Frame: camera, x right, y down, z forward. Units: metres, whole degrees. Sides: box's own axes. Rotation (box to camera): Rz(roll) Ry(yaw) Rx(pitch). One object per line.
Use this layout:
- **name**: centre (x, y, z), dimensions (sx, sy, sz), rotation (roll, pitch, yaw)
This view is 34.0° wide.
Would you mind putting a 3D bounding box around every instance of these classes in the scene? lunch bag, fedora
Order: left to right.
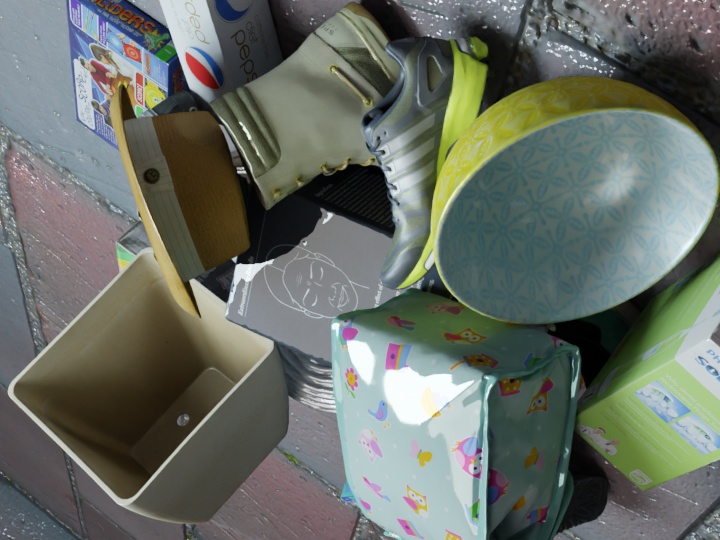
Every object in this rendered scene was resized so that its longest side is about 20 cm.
- **fedora**: centre (-0.138, -0.064, 0.956), dimensions (0.201, 0.082, 0.201), rotation (161, 90, -85)
- **lunch bag**: centre (0.070, 0.134, 0.902), dimensions (0.170, 0.122, 0.200), rotation (18, 117, 43)

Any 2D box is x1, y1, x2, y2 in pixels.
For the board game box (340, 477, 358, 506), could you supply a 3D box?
- **board game box**: centre (0.063, 0.164, 1.206), dimensions (0.045, 0.152, 0.200), rotation (26, 157, -22)

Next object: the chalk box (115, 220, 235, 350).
- **chalk box**: centre (-0.152, 0.018, 1.300), dimensions (0.200, 0.124, 0.124), rotation (35, 150, 16)

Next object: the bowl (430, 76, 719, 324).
- **bowl**: centre (0.138, -0.067, 0.833), dimensions (0.200, 0.200, 0.108), rotation (77, 179, -46)

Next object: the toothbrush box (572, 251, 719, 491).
- **toothbrush box**: centre (0.255, 0.058, 0.842), dimensions (0.086, 0.146, 0.200), rotation (41, 150, 3)

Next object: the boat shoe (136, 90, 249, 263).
- **boat shoe**: centre (-0.131, -0.075, 1.087), dimensions (0.069, 0.057, 0.200), rotation (31, 158, 57)

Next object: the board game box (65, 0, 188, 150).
- **board game box**: centre (-0.240, -0.191, 1.217), dimensions (0.135, 0.034, 0.200), rotation (36, 150, 11)

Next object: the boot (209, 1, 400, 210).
- **boot**: centre (-0.011, -0.091, 0.945), dimensions (0.200, 0.155, 0.072), rotation (56, 174, -18)

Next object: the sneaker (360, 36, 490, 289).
- **sneaker**: centre (0.036, -0.084, 0.892), dimensions (0.081, 0.200, 0.074), rotation (10, -168, -8)

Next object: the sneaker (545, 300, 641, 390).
- **sneaker**: centre (0.235, 0.097, 0.981), dimensions (0.200, 0.080, 0.071), rotation (39, 151, 4)

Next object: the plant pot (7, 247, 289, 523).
- **plant pot**: centre (-0.185, 0.137, 1.173), dimensions (0.200, 0.200, 0.177), rotation (34, 163, 33)

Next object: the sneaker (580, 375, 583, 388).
- **sneaker**: centre (0.106, 0.103, 1.087), dimensions (0.092, 0.200, 0.076), rotation (-110, -1, -49)

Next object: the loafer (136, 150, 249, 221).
- **loafer**: centre (-0.147, -0.071, 1.202), dimensions (0.200, 0.071, 0.073), rotation (-7, 127, 34)

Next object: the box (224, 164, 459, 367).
- **box**: centre (0.000, 0.000, 1.035), dimensions (0.200, 0.107, 0.149), rotation (23, 121, 15)

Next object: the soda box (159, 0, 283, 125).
- **soda box**: centre (-0.121, -0.217, 1.007), dimensions (0.064, 0.068, 0.200), rotation (24, 147, 30)

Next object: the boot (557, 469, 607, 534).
- **boot**: centre (0.128, 0.215, 1.218), dimensions (0.200, 0.066, 0.165), rotation (13, -179, 43)

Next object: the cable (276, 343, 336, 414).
- **cable**: centre (-0.023, 0.050, 1.169), dimensions (0.200, 0.069, 0.200), rotation (46, 119, 2)
